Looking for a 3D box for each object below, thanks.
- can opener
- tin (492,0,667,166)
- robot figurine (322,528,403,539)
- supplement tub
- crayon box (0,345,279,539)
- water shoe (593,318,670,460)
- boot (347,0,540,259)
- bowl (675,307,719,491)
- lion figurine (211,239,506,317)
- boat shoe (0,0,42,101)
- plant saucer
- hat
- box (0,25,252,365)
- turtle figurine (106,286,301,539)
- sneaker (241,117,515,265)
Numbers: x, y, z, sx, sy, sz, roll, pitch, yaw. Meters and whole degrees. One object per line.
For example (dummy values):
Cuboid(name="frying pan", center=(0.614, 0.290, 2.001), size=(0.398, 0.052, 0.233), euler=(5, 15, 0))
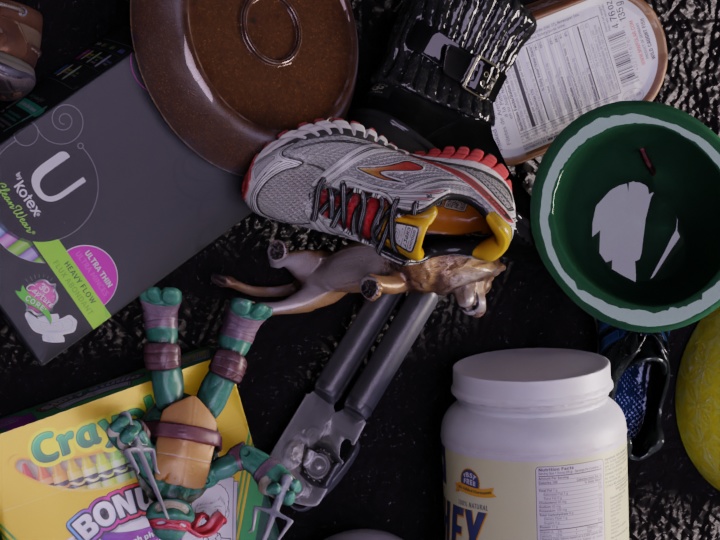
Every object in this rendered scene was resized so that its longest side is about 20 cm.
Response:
Cuboid(name="can opener", center=(-0.006, 0.093, 1.619), size=(0.053, 0.067, 0.201), euler=(29, 81, 13))
Cuboid(name="tin", center=(0.147, -0.153, 1.632), size=(0.199, 0.042, 0.113), euler=(-23, 100, -13))
Cuboid(name="robot figurine", center=(0.015, 0.298, 1.606), size=(0.149, 0.125, 0.201), euler=(-25, 103, -9))
Cuboid(name="supplement tub", center=(0.135, 0.170, 1.618), size=(0.144, 0.145, 0.202), euler=(-6, 100, -17))
Cuboid(name="crayon box", center=(-0.173, 0.171, 1.565), size=(0.199, 0.058, 0.174), euler=(-19, 104, -14))
Cuboid(name="water shoe", center=(0.224, 0.050, 1.664), size=(0.071, 0.079, 0.202), euler=(-2, 99, -17))
Cuboid(name="boot", center=(0.091, -0.117, 1.560), size=(0.211, 0.079, 0.159), euler=(39, 68, -36))
Cuboid(name="bowl", center=(0.366, 0.106, 1.703), size=(0.198, 0.108, 0.202), euler=(-3, 99, -17))
Cuboid(name="lion figurine", center=(0.000, 0.000, 1.565), size=(0.122, 0.199, 0.073), euler=(-4, 93, -60))
Cuboid(name="boat shoe", center=(-0.315, -0.186, 1.464), size=(0.199, 0.076, 0.072), euler=(22, 75, -17))
Cuboid(name="plant saucer", center=(-0.071, -0.166, 1.467), size=(0.199, 0.034, 0.202), euler=(9, 77, -39))
Cuboid(name="hat", center=(0.213, -0.031, 1.630), size=(0.200, 0.176, 0.166), euler=(41, 86, -3))
Cuboid(name="box", center=(-0.196, -0.058, 1.489), size=(0.199, 0.124, 0.149), euler=(-36, 108, -11))
Cuboid(name="turtle figurine", center=(-0.123, 0.118, 1.494), size=(0.149, 0.100, 0.202), euler=(12, 77, -34))
Cuboid(name="sneaker", center=(0.016, -0.050, 1.448), size=(0.198, 0.082, 0.078), euler=(4, 126, -12))
